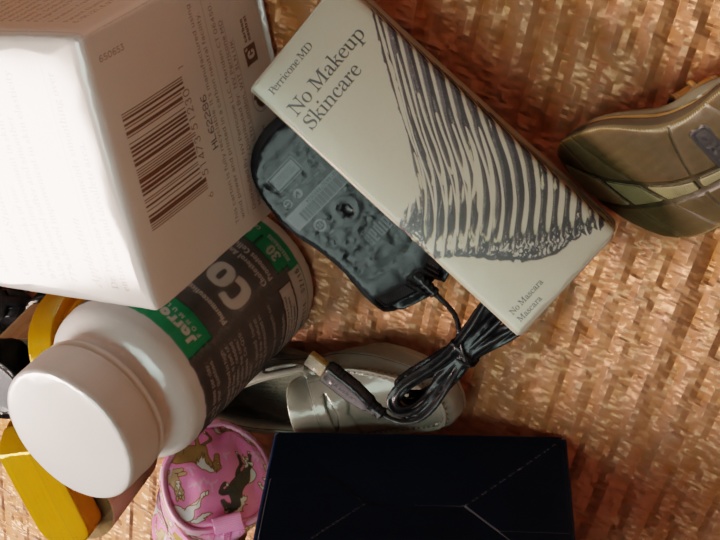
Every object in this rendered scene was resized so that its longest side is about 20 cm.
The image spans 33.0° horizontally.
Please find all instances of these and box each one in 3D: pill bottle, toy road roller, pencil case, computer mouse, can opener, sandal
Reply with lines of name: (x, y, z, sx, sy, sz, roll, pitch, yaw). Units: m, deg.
pill bottle: (-0.125, 0.048, 0.790, 0.113, 0.200, 0.113, 17, 129, 23)
toy road roller: (-0.195, 0.103, 0.935, 0.145, 0.123, 0.201, -7, 116, 24)
pencil case: (-0.115, 0.175, 0.911, 0.086, 0.083, 0.200, 39, 156, 6)
computer mouse: (0.000, 0.000, 0.760, 0.200, 0.046, 0.141, 39, 107, -4)
can opener: (-0.335, 0.054, 1.043, 0.063, 0.079, 0.200, 16, 146, -29)
sandal: (0.177, -0.069, 0.600, 0.080, 0.054, 0.200, 47, 152, -10)

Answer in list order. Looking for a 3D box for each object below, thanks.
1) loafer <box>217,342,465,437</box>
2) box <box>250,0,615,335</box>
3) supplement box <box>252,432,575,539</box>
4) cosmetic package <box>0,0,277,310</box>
loafer: (-0.022, 0.091, 0.840, 0.199, 0.070, 0.070, -3, 119, 35)
box: (0.042, -0.062, 0.671, 0.200, 0.068, 0.082, 41, 103, 3)
supplement box: (0.038, 0.227, 0.807, 0.199, 0.134, 0.200, 1, 124, 5)
cosmetic package: (-0.173, -0.097, 0.744, 0.199, 0.166, 0.168, 8, 124, 29)
